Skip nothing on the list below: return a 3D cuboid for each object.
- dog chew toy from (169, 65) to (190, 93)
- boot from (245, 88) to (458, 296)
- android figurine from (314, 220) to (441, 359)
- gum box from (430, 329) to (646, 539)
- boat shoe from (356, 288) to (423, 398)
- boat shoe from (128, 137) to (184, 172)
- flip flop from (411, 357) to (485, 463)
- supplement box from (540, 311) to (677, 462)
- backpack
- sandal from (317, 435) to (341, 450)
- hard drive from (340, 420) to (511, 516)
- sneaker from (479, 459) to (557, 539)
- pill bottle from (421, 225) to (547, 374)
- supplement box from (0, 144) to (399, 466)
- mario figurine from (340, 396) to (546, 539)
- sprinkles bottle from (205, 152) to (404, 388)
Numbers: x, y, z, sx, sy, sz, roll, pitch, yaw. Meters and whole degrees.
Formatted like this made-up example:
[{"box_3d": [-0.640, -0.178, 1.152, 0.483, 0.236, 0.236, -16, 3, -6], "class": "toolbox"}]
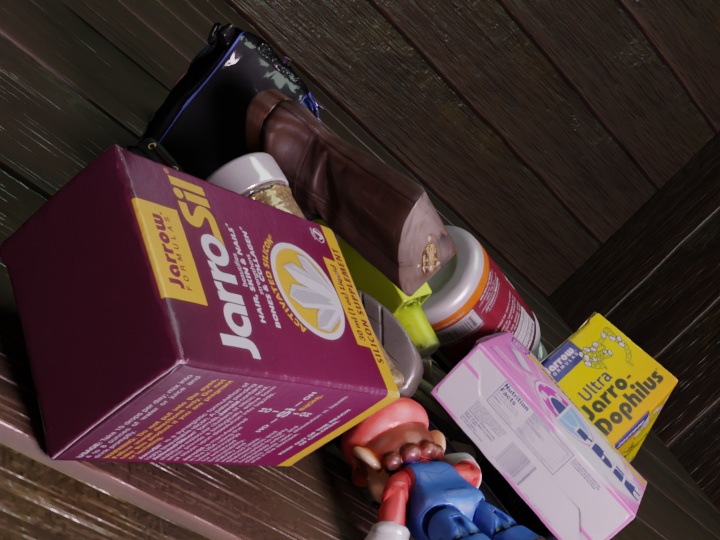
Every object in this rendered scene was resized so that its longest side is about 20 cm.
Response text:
[{"box_3d": [-0.138, -0.159, 1.120, 0.200, 0.124, 0.125, 47, 7, -41], "class": "dog chew toy"}, {"box_3d": [-0.010, -0.027, 0.737, 0.199, 0.064, 0.188, 36, -30, 31], "class": "boot"}, {"box_3d": [0.000, 0.000, 0.820, 0.041, 0.183, 0.202, -14, 64, -31], "class": "android figurine"}, {"box_3d": [0.158, 0.145, 0.837, 0.200, 0.066, 0.113, 49, 18, 13], "class": "gum box"}, {"box_3d": [-0.024, 0.049, 0.782, 0.199, 0.075, 0.073, 29, -7, 32], "class": "boat shoe"}, {"box_3d": [-0.120, -0.027, 0.751, 0.201, 0.063, 0.074, 42, -23, 8], "class": "boat shoe"}, {"box_3d": [0.053, 0.103, 0.903, 0.199, 0.057, 0.082, 39, -27, 23], "class": "flip flop"}, {"box_3d": [0.235, 0.160, 0.991, 0.109, 0.108, 0.201, 42, -25, 25], "class": "supplement box"}, {"box_3d": [-0.127, -0.131, 0.890, 0.134, 0.183, 0.200, 38, 7, -13], "class": "backpack"}, {"box_3d": [-0.086, 0.070, 0.697, 0.201, 0.043, 0.076, 51, 15, -26], "class": "sandal"}, {"box_3d": [0.061, 0.181, 0.811, 0.200, 0.042, 0.135, 48, 11, 10], "class": "hard drive"}, {"box_3d": [0.148, 0.204, 0.923, 0.147, 0.076, 0.202, 57, 1, -1], "class": "sneaker"}, {"box_3d": [0.115, 0.054, 0.967, 0.200, 0.113, 0.113, 47, 7, -40], "class": "pill bottle"}, {"box_3d": [-0.085, 0.031, 0.541, 0.199, 0.103, 0.132, 18, 44, -55], "class": "supplement box"}, {"box_3d": [0.050, 0.177, 0.679, 0.123, 0.106, 0.200, 44, -2, -40], "class": "mario figurine"}, {"box_3d": [-0.045, 0.013, 0.683, 0.201, 0.068, 0.068, 58, 14, 14], "class": "sprinkles bottle"}]
